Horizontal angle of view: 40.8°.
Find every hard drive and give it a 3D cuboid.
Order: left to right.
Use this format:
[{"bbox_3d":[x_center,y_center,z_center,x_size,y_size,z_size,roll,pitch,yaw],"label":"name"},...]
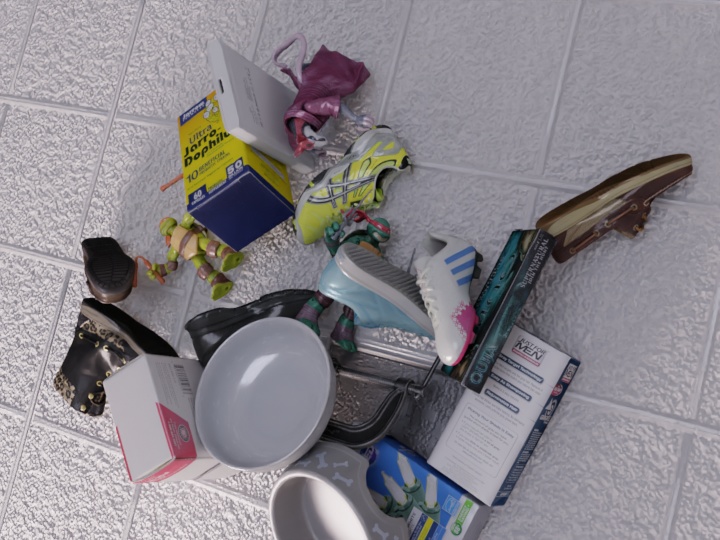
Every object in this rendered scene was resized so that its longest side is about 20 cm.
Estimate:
[{"bbox_3d":[-0.134,-0.221,1.334,0.026,0.199,0.134,-22,70,21],"label":"hard drive"}]

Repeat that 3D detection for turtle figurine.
[{"bbox_3d":[-0.252,-0.028,1.431,0.161,0.064,0.202,37,105,23],"label":"turtle figurine"},{"bbox_3d":[0.000,0.000,1.284,0.148,0.101,0.202,28,95,-13],"label":"turtle figurine"}]

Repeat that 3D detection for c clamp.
[{"bbox_3d":[0.000,0.159,1.257,0.197,0.027,0.172,4,49,36],"label":"c clamp"}]

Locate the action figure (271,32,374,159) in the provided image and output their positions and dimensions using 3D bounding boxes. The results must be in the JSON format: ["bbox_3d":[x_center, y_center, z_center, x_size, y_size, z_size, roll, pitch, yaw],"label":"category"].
[{"bbox_3d":[-0.061,-0.233,1.311,0.133,0.149,0.201,-33,23,37],"label":"action figure"}]

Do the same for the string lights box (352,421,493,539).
[{"bbox_3d":[0.056,0.285,1.213,0.198,0.059,0.104,29,94,29],"label":"string lights box"}]

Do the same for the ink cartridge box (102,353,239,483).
[{"bbox_3d":[-0.232,0.201,1.298,0.082,0.199,0.148,-31,67,21],"label":"ink cartridge box"}]

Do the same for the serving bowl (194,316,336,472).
[{"bbox_3d":[-0.113,0.166,1.239,0.197,0.066,0.203,-13,58,21],"label":"serving bowl"}]

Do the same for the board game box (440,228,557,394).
[{"bbox_3d":[0.164,0.045,1.165,0.028,0.135,0.202,27,88,-5],"label":"board game box"}]

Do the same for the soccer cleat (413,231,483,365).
[{"bbox_3d":[0.099,0.031,1.186,0.070,0.085,0.202,-57,14,39],"label":"soccer cleat"}]

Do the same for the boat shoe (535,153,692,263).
[{"bbox_3d":[0.312,-0.072,1.164,0.198,0.072,0.073,-28,99,8],"label":"boat shoe"}]

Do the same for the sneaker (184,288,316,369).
[{"bbox_3d":[-0.137,0.081,1.330,0.197,0.076,0.092,-17,89,-4],"label":"sneaker"}]

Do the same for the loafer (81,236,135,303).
[{"bbox_3d":[-0.378,0.010,1.457,0.200,0.072,0.072,-132,40,-62],"label":"loafer"}]

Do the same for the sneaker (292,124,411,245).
[{"bbox_3d":[-0.015,-0.106,1.322,0.200,0.075,0.077,-47,63,12],"label":"sneaker"}]

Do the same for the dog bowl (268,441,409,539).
[{"bbox_3d":[-0.034,0.317,1.198,0.198,0.058,0.203,17,118,36],"label":"dog bowl"}]

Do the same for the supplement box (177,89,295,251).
[{"bbox_3d":[-0.177,-0.150,1.358,0.108,0.109,0.202,-31,47,17],"label":"supplement box"}]

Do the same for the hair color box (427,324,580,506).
[{"bbox_3d":[0.175,0.173,1.177,0.099,0.060,0.202,30,94,28],"label":"hair color box"}]

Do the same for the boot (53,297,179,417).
[{"bbox_3d":[-0.367,0.152,1.448,0.199,0.073,0.152,33,103,14],"label":"boot"}]

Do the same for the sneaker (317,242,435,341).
[{"bbox_3d":[0.033,0.044,1.228,0.082,0.199,0.074,-46,20,27],"label":"sneaker"}]
